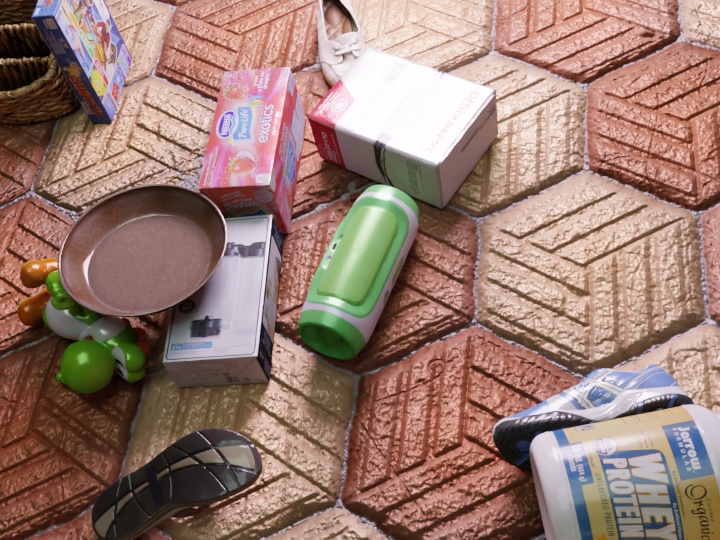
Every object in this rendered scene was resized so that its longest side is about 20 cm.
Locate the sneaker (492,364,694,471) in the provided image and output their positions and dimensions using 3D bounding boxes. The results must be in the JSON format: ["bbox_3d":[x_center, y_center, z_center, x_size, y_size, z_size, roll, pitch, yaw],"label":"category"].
[{"bbox_3d":[0.231,0.148,0.990,0.198,0.076,0.077,-12,31,4],"label":"sneaker"}]

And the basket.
[{"bbox_3d":[-0.516,-0.312,1.427,0.198,0.149,0.144,3,56,14],"label":"basket"}]

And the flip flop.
[{"bbox_3d":[-0.191,0.232,1.031,0.199,0.058,0.081,-30,57,10],"label":"flip flop"}]

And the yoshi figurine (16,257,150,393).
[{"bbox_3d":[-0.340,0.074,1.148,0.199,0.112,0.112,34,84,28],"label":"yoshi figurine"}]

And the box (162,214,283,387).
[{"bbox_3d":[-0.160,0.034,1.156,0.116,0.060,0.201,-4,54,10],"label":"box"}]

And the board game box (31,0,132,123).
[{"bbox_3d":[-0.386,-0.326,1.374,0.034,0.201,0.136,-1,54,12],"label":"board game box"}]

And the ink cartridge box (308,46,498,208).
[{"bbox_3d":[0.058,-0.185,1.246,0.199,0.084,0.145,25,63,28],"label":"ink cartridge box"}]

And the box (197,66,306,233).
[{"bbox_3d":[-0.134,-0.154,1.258,0.094,0.103,0.201,-2,56,12],"label":"box"}]

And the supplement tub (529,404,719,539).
[{"bbox_3d":[0.264,0.203,0.886,0.198,0.145,0.146,-12,53,4],"label":"supplement tub"}]

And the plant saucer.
[{"bbox_3d":[-0.251,-0.018,1.142,0.198,0.037,0.202,-3,51,4],"label":"plant saucer"}]

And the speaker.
[{"bbox_3d":[0.000,0.000,1.128,0.088,0.089,0.201,14,59,21],"label":"speaker"}]

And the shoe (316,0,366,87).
[{"bbox_3d":[-0.031,-0.330,1.387,0.069,0.054,0.201,-15,53,2],"label":"shoe"}]
